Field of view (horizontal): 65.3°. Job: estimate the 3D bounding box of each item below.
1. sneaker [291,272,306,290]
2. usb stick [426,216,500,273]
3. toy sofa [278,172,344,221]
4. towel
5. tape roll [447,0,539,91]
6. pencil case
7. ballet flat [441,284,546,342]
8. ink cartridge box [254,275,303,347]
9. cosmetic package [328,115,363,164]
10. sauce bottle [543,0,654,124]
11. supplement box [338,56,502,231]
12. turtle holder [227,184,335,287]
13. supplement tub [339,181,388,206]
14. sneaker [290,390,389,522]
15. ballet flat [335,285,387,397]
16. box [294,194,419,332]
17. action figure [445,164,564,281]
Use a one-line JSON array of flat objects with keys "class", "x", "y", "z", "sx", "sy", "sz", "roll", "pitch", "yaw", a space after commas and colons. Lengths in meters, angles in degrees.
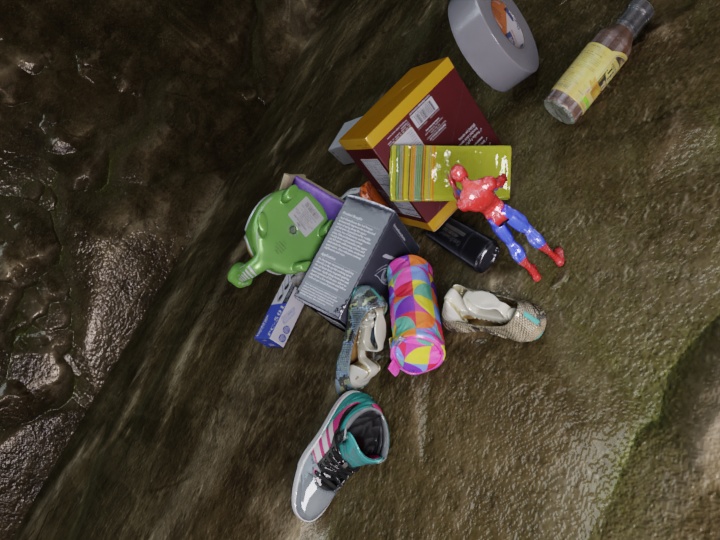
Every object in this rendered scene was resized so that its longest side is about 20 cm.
[{"class": "sneaker", "x": -0.061, "y": 0.025, "z": 1.059, "sx": 0.099, "sy": 0.200, "sz": 0.078, "roll": -45, "pitch": 69, "yaw": 0}, {"class": "usb stick", "x": 0.163, "y": -0.050, "z": 0.923, "sx": 0.056, "sy": 0.032, "sz": 0.200, "roll": -58, "pitch": 26, "yaw": 8}, {"class": "toy sofa", "x": -0.079, "y": -0.108, "z": 1.080, "sx": 0.097, "sy": 0.198, "sz": 0.084, "roll": -16, "pitch": -46, "yaw": -58}, {"class": "towel", "x": 0.143, "y": -0.154, "z": 0.890, "sx": 0.018, "sy": 0.195, "sz": 0.088, "roll": -113, "pitch": 22, "yaw": -77}, {"class": "tape roll", "x": 0.250, "y": -0.441, "z": 1.050, "sx": 0.066, "sy": 0.199, "sz": 0.203, "roll": -27, "pitch": 36, "yaw": 41}, {"class": "pencil case", "x": 0.079, "y": 0.065, "z": 0.869, "sx": 0.088, "sy": 0.088, "sz": 0.202, "roll": -38, "pitch": 28, "yaw": 28}, {"class": "ballet flat", "x": 0.159, "y": 0.050, "z": 0.760, "sx": 0.199, "sy": 0.075, "sz": 0.069, "roll": 5, "pitch": 65, "yaw": 61}, {"class": "ink cartridge box", "x": -0.171, "y": 0.080, "z": 1.316, "sx": 0.093, "sy": 0.044, "sz": 0.203, "roll": -11, "pitch": 50, "yaw": 57}, {"class": "cosmetic package", "x": 0.003, "y": -0.354, "z": 1.511, "sx": 0.199, "sy": 0.074, "sz": 0.103, "roll": 9, "pitch": 66, "yaw": 59}, {"class": "sauce bottle", "x": 0.369, "y": -0.323, "z": 0.864, "sx": 0.201, "sy": 0.064, "sz": 0.065, "roll": -52, "pitch": 26, "yaw": 8}, {"class": "supplement box", "x": 0.109, "y": -0.214, "z": 0.976, "sx": 0.197, "sy": 0.201, "sz": 0.132, "roll": -45, "pitch": 23, "yaw": -8}, {"class": "turtle holder", "x": -0.139, "y": -0.048, "z": 0.979, "sx": 0.131, "sy": 0.139, "sz": 0.190, "roll": -6, "pitch": 67, "yaw": 60}, {"class": "supplement tub", "x": -0.024, "y": -0.087, "z": 1.178, "sx": 0.199, "sy": 0.122, "sz": 0.124, "roll": -39, "pitch": 29, "yaw": 29}, {"class": "sneaker", "x": -0.022, "y": 0.270, "z": 0.804, "sx": 0.203, "sy": 0.083, "sz": 0.120, "roll": -62, "pitch": 18, "yaw": -18}, {"class": "ballet flat", "x": 0.004, "y": 0.126, "z": 0.881, "sx": 0.074, "sy": 0.073, "sz": 0.204, "roll": -124, "pitch": 37, "yaw": -63}, {"class": "box", "x": 0.000, "y": 0.000, "z": 0.966, "sx": 0.103, "sy": 0.148, "sz": 0.203, "roll": 22, "pitch": 77, "yaw": 30}, {"class": "action figure", "x": 0.181, "y": -0.082, "z": 0.738, "sx": 0.065, "sy": 0.199, "sz": 0.100, "roll": -37, "pitch": 30, "yaw": 26}]
